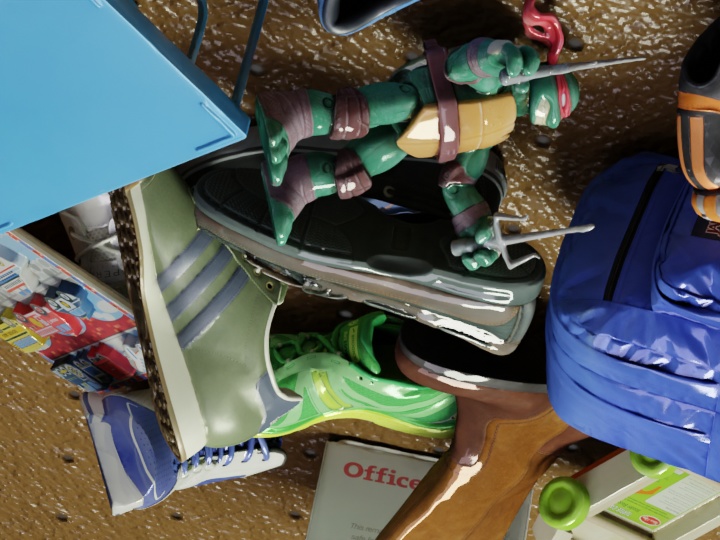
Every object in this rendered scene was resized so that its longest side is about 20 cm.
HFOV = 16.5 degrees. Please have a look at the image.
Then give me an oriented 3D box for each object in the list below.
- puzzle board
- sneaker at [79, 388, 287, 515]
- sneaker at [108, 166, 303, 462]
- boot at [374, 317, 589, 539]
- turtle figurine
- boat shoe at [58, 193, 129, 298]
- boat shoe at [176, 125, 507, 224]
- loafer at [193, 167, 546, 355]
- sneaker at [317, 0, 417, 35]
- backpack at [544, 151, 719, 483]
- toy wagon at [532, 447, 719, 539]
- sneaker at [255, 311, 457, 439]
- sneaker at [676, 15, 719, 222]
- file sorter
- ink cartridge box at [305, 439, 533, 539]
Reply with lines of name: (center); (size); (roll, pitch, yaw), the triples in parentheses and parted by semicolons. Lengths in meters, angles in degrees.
puzzle board: (-0.192, 0.026, 1.530); (0.150, 0.017, 0.200); (34, 160, -15)
sneaker: (-0.109, 0.101, 1.592); (0.114, 0.081, 0.199); (-17, 176, 2)
sneaker: (-0.086, 0.003, 1.426); (0.089, 0.202, 0.067); (-14, -170, -14)
boot: (0.052, 0.109, 1.513); (0.188, 0.069, 0.200); (2, 135, -46)
turtle figurine: (0.047, -0.071, 1.300); (0.198, 0.101, 0.150); (-11, 131, -4)
boat shoe: (-0.139, -0.018, 1.479); (0.070, 0.070, 0.200); (-3, 139, 31)
boat shoe: (-0.016, -0.041, 1.424); (0.199, 0.057, 0.069); (0, 142, 17)
loafer: (0.000, 0.000, 1.369); (0.199, 0.072, 0.063); (15, 124, 6)
sneaker: (0.050, -0.176, 1.211); (0.066, 0.079, 0.200); (35, 137, -24)
backpack: (0.202, 0.014, 1.350); (0.199, 0.163, 0.168); (15, 141, 18)
toy wagon: (0.169, 0.154, 1.571); (0.199, 0.040, 0.155); (-31, 148, 21)
sneaker: (-0.013, 0.056, 1.543); (0.198, 0.074, 0.084); (0, 139, -2)
sneaker: (0.253, -0.098, 1.247); (0.199, 0.078, 0.113); (-14, 103, -10)
file sorter: (-0.164, -0.126, 1.304); (0.199, 0.123, 0.139); (-19, 132, 35)
ink cartridge box: (0.027, 0.228, 1.643); (0.147, 0.201, 0.086); (12, 144, 1)
